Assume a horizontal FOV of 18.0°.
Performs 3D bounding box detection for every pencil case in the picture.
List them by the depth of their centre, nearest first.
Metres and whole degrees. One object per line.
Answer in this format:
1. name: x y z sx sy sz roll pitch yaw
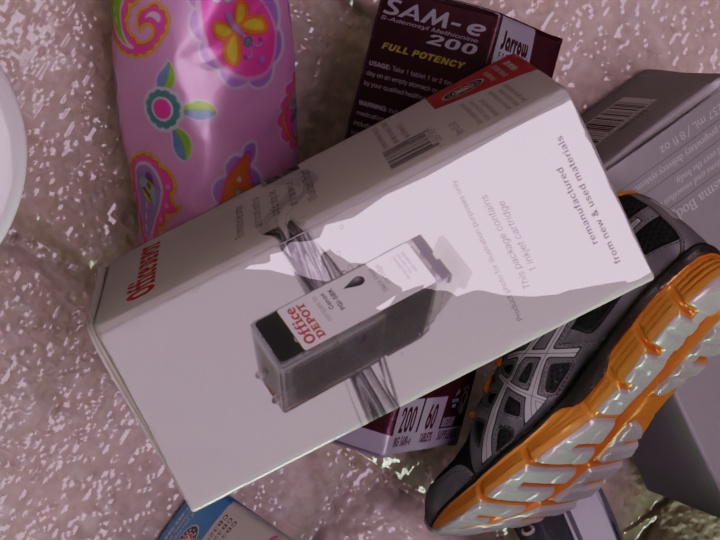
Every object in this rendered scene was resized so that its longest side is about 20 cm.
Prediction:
1. pencil case: -0.071 -0.086 0.999 0.087 0.087 0.201 -12 104 -23

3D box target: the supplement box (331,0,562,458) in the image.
1. supplement box: 0.028 -0.021 1.038 0.109 0.061 0.201 2 103 -70

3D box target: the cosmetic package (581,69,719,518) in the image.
1. cosmetic package: 0.162 0.012 1.124 0.107 0.090 0.201 -37 110 -17

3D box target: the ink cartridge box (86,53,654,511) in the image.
1. ink cartridge box: 0.000 0.000 0.905 0.199 0.147 0.083 -27 102 1

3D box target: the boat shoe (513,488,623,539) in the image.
1. boat shoe: 0.104 0.166 1.093 0.066 0.070 0.201 -23 70 7

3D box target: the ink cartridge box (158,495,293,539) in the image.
1. ink cartridge box: -0.027 0.200 1.006 0.125 0.200 0.129 39 82 -26

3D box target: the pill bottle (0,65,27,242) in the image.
1. pill bottle: -0.207 -0.055 0.871 0.113 0.200 0.115 -5 102 -24

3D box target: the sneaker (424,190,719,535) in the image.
1. sneaker: 0.094 0.048 1.047 0.200 0.077 0.078 -48 150 24
